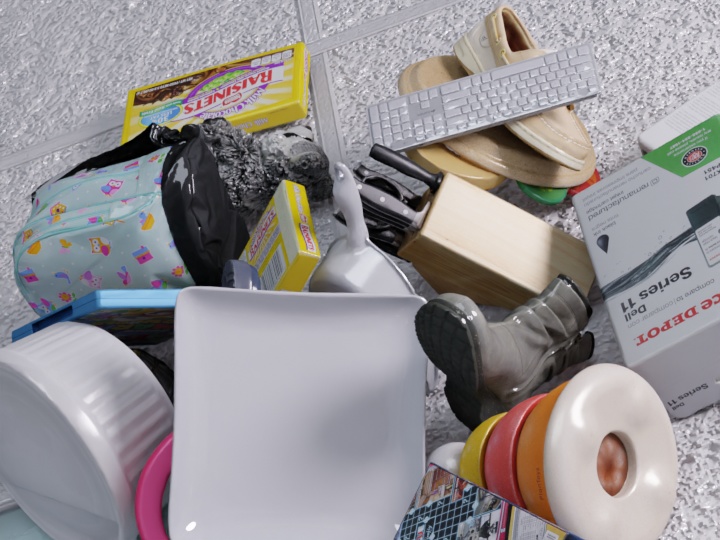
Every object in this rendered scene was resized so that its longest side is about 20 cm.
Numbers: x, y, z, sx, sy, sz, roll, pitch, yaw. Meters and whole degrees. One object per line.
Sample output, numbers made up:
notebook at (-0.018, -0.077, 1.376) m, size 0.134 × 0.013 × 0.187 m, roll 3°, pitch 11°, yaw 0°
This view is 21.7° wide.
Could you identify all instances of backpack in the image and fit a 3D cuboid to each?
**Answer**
backpack at (-0.216, -0.030, 1.700) m, size 0.200 × 0.167 × 0.127 m, roll -11°, pitch 30°, yaw 15°

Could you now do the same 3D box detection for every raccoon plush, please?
raccoon plush at (-0.109, -0.056, 1.796) m, size 0.134 × 0.097 × 0.200 m, roll 24°, pitch 90°, yaw 26°

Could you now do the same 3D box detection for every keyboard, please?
keyboard at (0.102, -0.144, 1.583) m, size 0.200 × 0.011 × 0.056 m, roll -15°, pitch 60°, yaw 10°

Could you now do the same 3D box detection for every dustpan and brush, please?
dustpan and brush at (0.000, 0.000, 1.556) m, size 0.140 × 0.200 × 0.057 m, roll 22°, pitch 58°, yaw 43°

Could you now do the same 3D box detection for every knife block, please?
knife block at (0.081, -0.037, 1.567) m, size 0.200 × 0.176 × 0.064 m, roll 11°, pitch 68°, yaw 35°

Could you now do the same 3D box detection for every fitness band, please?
fitness band at (-0.081, 0.166, 1.470) m, size 0.200 × 0.144 × 0.037 m, roll -36°, pitch 4°, yaw -13°

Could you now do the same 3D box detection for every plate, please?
plate at (-0.048, 0.116, 1.450) m, size 0.200 × 0.032 × 0.200 m, roll 2°, pitch 84°, yaw -11°

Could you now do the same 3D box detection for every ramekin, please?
ramekin at (-0.229, 0.134, 1.545) m, size 0.202 × 0.203 × 0.094 m, roll 19°, pitch 44°, yaw 40°

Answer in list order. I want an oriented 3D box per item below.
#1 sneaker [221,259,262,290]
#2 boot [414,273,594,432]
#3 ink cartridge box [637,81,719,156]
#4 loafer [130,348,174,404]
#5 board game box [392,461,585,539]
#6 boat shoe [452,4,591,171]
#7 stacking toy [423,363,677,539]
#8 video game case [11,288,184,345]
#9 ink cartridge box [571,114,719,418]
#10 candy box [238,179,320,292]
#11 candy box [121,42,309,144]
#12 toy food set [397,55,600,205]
sneaker at (-0.063, 0.085, 1.534) m, size 0.082 × 0.200 × 0.070 m, roll -11°, pitch 1°, yaw -15°
boot at (0.117, 0.044, 1.455) m, size 0.131 × 0.200 × 0.068 m, roll -43°, pitch 59°, yaw -13°
ink cartridge box at (0.364, -0.108, 1.607) m, size 0.174 × 0.044 × 0.200 m, roll -34°, pitch 40°, yaw -11°
loafer at (-0.253, 0.093, 1.687) m, size 0.200 × 0.072 × 0.073 m, roll -3°, pitch 46°, yaw 26°
board game box at (0.061, 0.252, 1.317) m, size 0.135 × 0.035 × 0.200 m, roll 24°, pitch 86°, yaw 42°
boat shoe at (0.147, -0.164, 1.621) m, size 0.069 × 0.074 × 0.200 m, roll -52°, pitch 44°, yaw 19°
stacking toy at (0.124, 0.146, 1.413) m, size 0.200 × 0.146 × 0.146 m, roll -6°, pitch 41°, yaw 45°
video game case at (-0.199, 0.042, 1.619) m, size 0.143 × 0.018 × 0.200 m, roll -1°, pitch -11°, yaw -31°
ink cartridge box at (0.265, -0.004, 1.481) m, size 0.147 × 0.083 × 0.200 m, roll -30°, pitch 43°, yaw 18°
candy box at (-0.092, 0.030, 1.610) m, size 0.200 × 0.026 × 0.102 m, roll -59°, pitch 25°, yaw 31°
candy box at (-0.150, -0.173, 1.948) m, size 0.200 × 0.026 × 0.102 m, roll -14°, pitch 44°, yaw 14°
toy food set at (0.122, -0.124, 1.671) m, size 0.198 × 0.049 × 0.200 m, roll 14°, pitch 31°, yaw -20°
